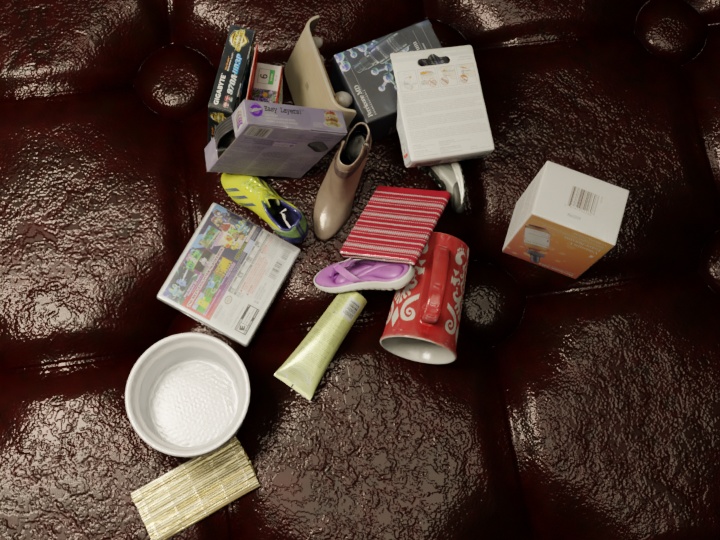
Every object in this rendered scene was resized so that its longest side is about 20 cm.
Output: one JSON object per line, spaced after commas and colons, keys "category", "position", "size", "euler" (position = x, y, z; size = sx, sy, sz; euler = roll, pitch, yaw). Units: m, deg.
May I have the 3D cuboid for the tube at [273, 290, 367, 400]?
{"category": "tube", "position": [-0.064, 0.120, 1.618], "size": [0.058, 0.052, 0.201], "euler": [19, 70, 47]}

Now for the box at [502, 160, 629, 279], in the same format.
{"category": "box", "position": [0.355, -0.084, 1.635], "size": [0.151, 0.200, 0.107], "euler": [20, 71, 0]}

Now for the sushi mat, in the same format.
{"category": "sushi mat", "position": [-0.271, 0.361, 1.542], "size": [0.199, 0.012, 0.096], "euler": [-28, 78, -13]}

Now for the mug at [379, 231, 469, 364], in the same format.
{"category": "mug", "position": [0.131, 0.041, 1.599], "size": [0.133, 0.177, 0.201], "euler": [25, 66, -26]}

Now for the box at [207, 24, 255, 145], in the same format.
{"category": "box", "position": [-0.229, -0.310, 1.643], "size": [0.046, 0.200, 0.160], "euler": [14, 73, -5]}

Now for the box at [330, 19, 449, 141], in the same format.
{"category": "box", "position": [0.063, -0.348, 1.732], "size": [0.199, 0.107, 0.149], "euler": [-23, 78, -11]}

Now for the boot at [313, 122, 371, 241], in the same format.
{"category": "boot", "position": [-0.033, -0.163, 1.648], "size": [0.070, 0.146, 0.201], "euler": [18, 73, -2]}

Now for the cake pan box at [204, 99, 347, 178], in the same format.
{"category": "cake pan box", "position": [-0.151, -0.220, 1.602], "size": [0.199, 0.184, 0.053], "euler": [0, 68, -31]}

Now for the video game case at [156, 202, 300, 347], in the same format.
{"category": "video game case", "position": [-0.230, 0.006, 1.645], "size": [0.181, 0.023, 0.201], "euler": [28, 74, 3]}

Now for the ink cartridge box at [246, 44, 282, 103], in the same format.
{"category": "ink cartridge box", "position": [-0.168, -0.300, 1.646], "size": [0.050, 0.200, 0.110], "euler": [8, 73, -3]}

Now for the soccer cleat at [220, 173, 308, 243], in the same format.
{"category": "soccer cleat", "position": [-0.170, -0.126, 1.650], "size": [0.200, 0.084, 0.065], "euler": [40, 76, 17]}

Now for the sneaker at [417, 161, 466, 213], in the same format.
{"category": "sneaker", "position": [0.142, -0.190, 1.719], "size": [0.079, 0.074, 0.201], "euler": [-21, 71, -2]}

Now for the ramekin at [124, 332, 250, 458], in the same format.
{"category": "ramekin", "position": [-0.278, 0.212, 1.534], "size": [0.199, 0.098, 0.202], "euler": [1, 71, -3]}

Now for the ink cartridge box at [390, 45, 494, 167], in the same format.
{"category": "ink cartridge box", "position": [0.140, -0.293, 1.667], "size": [0.161, 0.050, 0.202], "euler": [-9, 80, -13]}

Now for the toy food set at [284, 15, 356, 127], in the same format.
{"category": "toy food set", "position": [-0.071, -0.338, 1.699], "size": [0.060, 0.144, 0.201], "euler": [-12, 74, -26]}

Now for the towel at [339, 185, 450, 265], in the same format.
{"category": "towel", "position": [0.064, -0.081, 1.629], "size": [0.144, 0.023, 0.200], "euler": [7, 43, 23]}

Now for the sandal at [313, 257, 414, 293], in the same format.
{"category": "sandal", "position": [0.003, -0.005, 1.604], "size": [0.201, 0.050, 0.083], "euler": [-2, 36, 34]}
